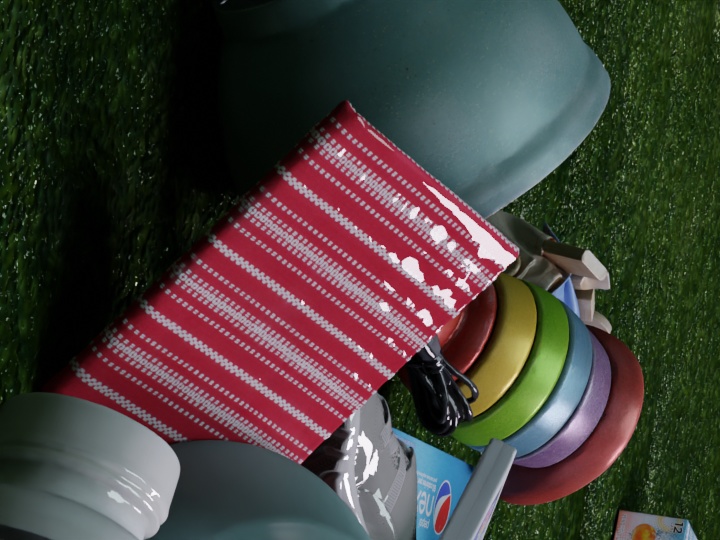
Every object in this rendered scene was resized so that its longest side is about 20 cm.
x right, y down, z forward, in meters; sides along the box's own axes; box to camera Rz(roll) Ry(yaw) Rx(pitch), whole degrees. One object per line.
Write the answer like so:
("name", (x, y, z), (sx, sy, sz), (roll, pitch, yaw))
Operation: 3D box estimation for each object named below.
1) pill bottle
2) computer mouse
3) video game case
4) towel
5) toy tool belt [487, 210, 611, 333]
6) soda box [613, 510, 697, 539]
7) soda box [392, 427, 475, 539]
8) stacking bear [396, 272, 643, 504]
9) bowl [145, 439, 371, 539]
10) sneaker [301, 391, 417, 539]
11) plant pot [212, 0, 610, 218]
("pill bottle", (-0.142, 0.156, 1.004), (0.111, 0.110, 0.201), (66, 37, -56))
("computer mouse", (0.000, 0.000, 1.334), (0.110, 0.044, 0.200), (57, 2, -34))
("video game case", (0.033, 0.198, 1.349), (0.144, 0.018, 0.200), (-59, 170, -35))
("towel", (-0.037, 0.023, 1.146), (0.200, 0.023, 0.144), (-43, 134, 11))
("toy tool belt", (0.114, 0.042, 1.659), (0.201, 0.122, 0.125), (73, 32, -51))
("soda box", (0.251, 0.321, 2.230), (0.064, 0.068, 0.201), (55, 45, -62))
("soda box", (0.010, 0.134, 1.492), (0.200, 0.064, 0.068), (32, 67, -68))
("stacking bear", (0.066, 0.047, 1.493), (0.200, 0.113, 0.122), (32, 70, -32))
("bowl", (-0.052, 0.179, 1.113), (0.200, 0.105, 0.202), (0, 89, -26))
("sneaker", (-0.012, 0.093, 1.271), (0.082, 0.074, 0.201), (-32, 123, -51))
("plant pot", (0.007, -0.107, 1.240), (0.135, 0.199, 0.201), (59, 36, -22))
